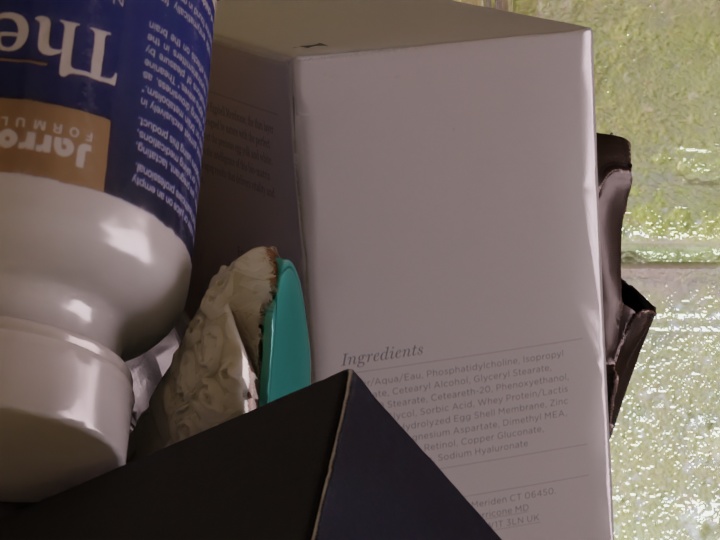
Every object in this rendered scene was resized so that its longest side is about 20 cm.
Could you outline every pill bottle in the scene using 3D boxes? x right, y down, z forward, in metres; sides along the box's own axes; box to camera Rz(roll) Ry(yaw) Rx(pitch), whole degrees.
[{"bbox_3d":[-0.105,-0.036,0.872,0.111,0.111,0.200,73,19,-64],"label":"pill bottle"}]

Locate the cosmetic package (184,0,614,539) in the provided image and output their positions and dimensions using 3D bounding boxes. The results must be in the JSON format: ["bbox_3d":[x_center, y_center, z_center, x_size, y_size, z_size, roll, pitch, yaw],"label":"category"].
[{"bbox_3d":[0.000,0.000,1.070,0.199,0.123,0.201,-155,-122,-66],"label":"cosmetic package"}]

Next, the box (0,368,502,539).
[{"bbox_3d":[-0.032,0.160,0.827,0.198,0.200,0.123,49,33,-29],"label":"box"}]

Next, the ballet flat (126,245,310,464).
[{"bbox_3d":[-0.046,0.084,0.889,0.072,0.072,0.200,-77,165,-57],"label":"ballet flat"}]

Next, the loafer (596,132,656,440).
[{"bbox_3d":[0.091,0.032,1.141,0.073,0.071,0.200,-127,-151,-58],"label":"loafer"}]

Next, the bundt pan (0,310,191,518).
[{"bbox_3d":[-0.095,0.093,0.979,0.202,0.076,0.202,3,90,-75],"label":"bundt pan"}]
